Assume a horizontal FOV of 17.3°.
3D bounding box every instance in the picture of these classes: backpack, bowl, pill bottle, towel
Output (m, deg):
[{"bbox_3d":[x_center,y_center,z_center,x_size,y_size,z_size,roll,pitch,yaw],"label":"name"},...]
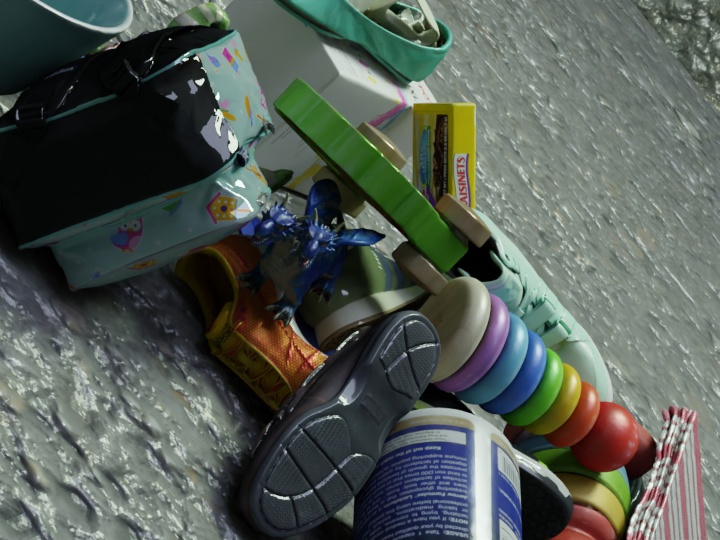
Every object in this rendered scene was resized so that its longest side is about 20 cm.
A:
[{"bbox_3d":[-0.144,-0.083,1.588,0.154,0.176,0.200,63,15,-15],"label":"backpack"},{"bbox_3d":[-0.264,-0.196,1.608,0.201,0.105,0.201,37,20,-16],"label":"bowl"},{"bbox_3d":[0.051,0.196,1.571,0.116,0.116,0.200,40,29,-25],"label":"pill bottle"},{"bbox_3d":[0.238,0.220,1.875,0.200,0.030,0.147,-60,148,-50],"label":"towel"}]

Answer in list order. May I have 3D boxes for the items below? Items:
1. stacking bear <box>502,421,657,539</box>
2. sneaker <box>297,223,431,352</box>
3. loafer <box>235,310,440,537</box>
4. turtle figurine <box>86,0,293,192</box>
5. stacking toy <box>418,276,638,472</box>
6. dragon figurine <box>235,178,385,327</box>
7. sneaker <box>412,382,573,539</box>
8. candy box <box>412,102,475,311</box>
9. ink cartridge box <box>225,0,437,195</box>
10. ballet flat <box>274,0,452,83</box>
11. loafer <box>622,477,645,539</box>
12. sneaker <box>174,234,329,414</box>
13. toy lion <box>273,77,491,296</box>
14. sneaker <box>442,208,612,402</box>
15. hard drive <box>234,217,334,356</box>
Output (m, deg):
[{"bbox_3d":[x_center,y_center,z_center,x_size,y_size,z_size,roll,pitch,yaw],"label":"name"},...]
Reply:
[{"bbox_3d":[0.160,0.198,1.838,0.114,0.121,0.200,45,28,-23],"label":"stacking bear"},{"bbox_3d":[0.000,0.000,1.818,0.090,0.067,0.200,57,23,6],"label":"sneaker"},{"bbox_3d":[-0.022,0.105,1.591,0.200,0.063,0.072,-48,118,-32],"label":"loafer"},{"bbox_3d":[-0.122,-0.132,1.763,0.194,0.144,0.200,52,23,1],"label":"turtle figurine"},{"bbox_3d":[0.132,0.087,1.772,0.200,0.085,0.085,33,25,-24],"label":"stacking toy"},{"bbox_3d":[-0.024,-0.023,1.652,0.059,0.099,0.200,46,30,9],"label":"dragon figurine"},{"bbox_3d":[0.077,0.123,1.764,0.200,0.072,0.083,32,36,-4],"label":"sneaker"},{"bbox_3d":[0.067,-0.037,1.933,0.026,0.200,0.102,-1,4,-15],"label":"candy box"},{"bbox_3d":[-0.034,-0.150,2.010,0.200,0.125,0.129,18,37,-55],"label":"ink cartridge box"},{"bbox_3d":[0.005,-0.217,1.924,0.200,0.070,0.067,26,31,-46],"label":"ballet flat"},{"bbox_3d":[0.209,0.227,1.956,0.072,0.073,0.200,63,22,-22],"label":"loafer"},{"bbox_3d":[-0.069,0.062,1.668,0.077,0.073,0.200,-11,56,-43],"label":"sneaker"},{"bbox_3d":[-0.003,-0.079,1.724,0.192,0.069,0.200,43,0,-42],"label":"toy lion"},{"bbox_3d":[0.117,0.039,1.815,0.201,0.074,0.118,52,7,6],"label":"sneaker"},{"bbox_3d":[-0.027,0.038,1.833,0.200,0.025,0.132,34,25,-37],"label":"hard drive"}]
